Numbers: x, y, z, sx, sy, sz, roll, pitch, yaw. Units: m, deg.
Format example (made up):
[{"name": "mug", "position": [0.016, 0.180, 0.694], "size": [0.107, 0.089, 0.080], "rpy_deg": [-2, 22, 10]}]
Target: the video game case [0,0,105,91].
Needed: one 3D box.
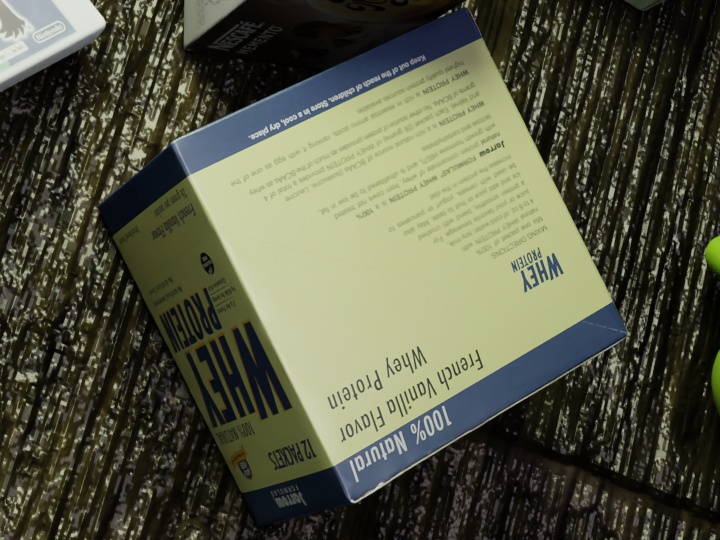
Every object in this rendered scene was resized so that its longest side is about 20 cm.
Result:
[{"name": "video game case", "position": [-0.245, -0.162, 0.918], "size": [0.183, 0.023, 0.200], "rpy_deg": [52, 39, -2]}]

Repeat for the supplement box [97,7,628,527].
[{"name": "supplement box", "position": [0.000, 0.000, 0.983], "size": [0.199, 0.134, 0.201], "rpy_deg": [-28, 91, -27]}]

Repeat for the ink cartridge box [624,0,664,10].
[{"name": "ink cartridge box", "position": [0.173, -0.292, 1.161], "size": [0.143, 0.084, 0.202], "rpy_deg": [26, 68, -19]}]

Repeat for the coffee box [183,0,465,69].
[{"name": "coffee box", "position": [-0.013, -0.176, 0.981], "size": [0.112, 0.200, 0.081], "rpy_deg": [4, 79, -25]}]

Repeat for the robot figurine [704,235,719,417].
[{"name": "robot figurine", "position": [0.294, 0.041, 1.123], "size": [0.175, 0.115, 0.201], "rpy_deg": [44, 64, -19]}]
